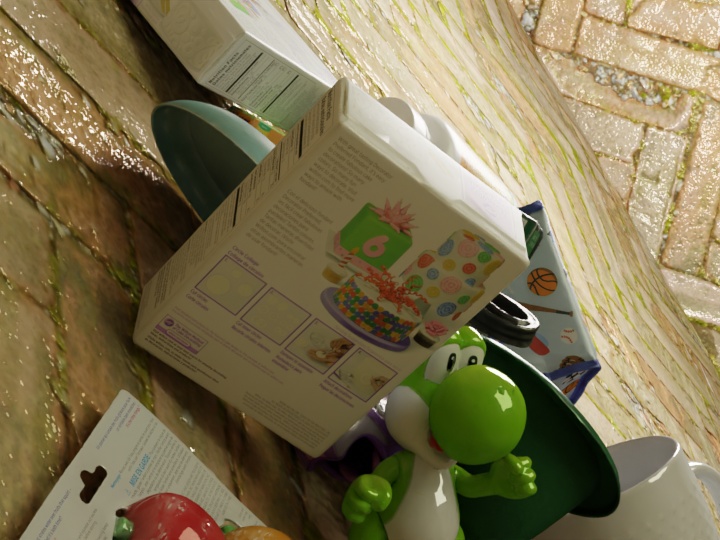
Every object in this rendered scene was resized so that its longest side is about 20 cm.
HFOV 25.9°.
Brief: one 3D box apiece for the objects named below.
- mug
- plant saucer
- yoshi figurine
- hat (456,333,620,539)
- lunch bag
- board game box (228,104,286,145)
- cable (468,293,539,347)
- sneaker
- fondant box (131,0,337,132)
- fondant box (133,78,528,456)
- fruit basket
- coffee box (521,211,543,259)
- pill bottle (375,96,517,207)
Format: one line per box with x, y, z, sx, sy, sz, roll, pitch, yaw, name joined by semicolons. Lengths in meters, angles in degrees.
0.243;0.235;1.283;0.200;0.148;0.176;-28;97;-34;mug
-0.066;-0.041;1.063;0.200;0.027;0.200;42;-18;17;plant saucer
0.050;0.136;0.983;0.112;0.112;0.200;-8;110;-69;yoshi figurine
0.063;0.166;1.049;0.200;0.176;0.166;43;-22;10;hat
0.124;0.059;1.431;0.200;0.124;0.170;100;-23;-68;lunch bag
-0.017;-0.071;1.274;0.200;0.030;0.096;28;3;-19;board game box
0.038;0.003;1.138;0.200;0.050;0.097;33;16;8;cable
0.009;0.114;1.129;0.200;0.080;0.089;17;51;-52;sneaker
-0.104;-0.193;1.290;0.144;0.058;0.200;51;11;24;fondant box
-0.019;0.004;0.945;0.144;0.200;0.058;35;29;-21;fondant box
-0.082;0.171;0.807;0.200;0.094;0.185;41;20;-8;fruit basket
0.053;-0.069;1.280;0.200;0.044;0.123;31;2;10;coffee box
0.066;-0.087;1.557;0.200;0.111;0.111;40;26;-48;pill bottle
